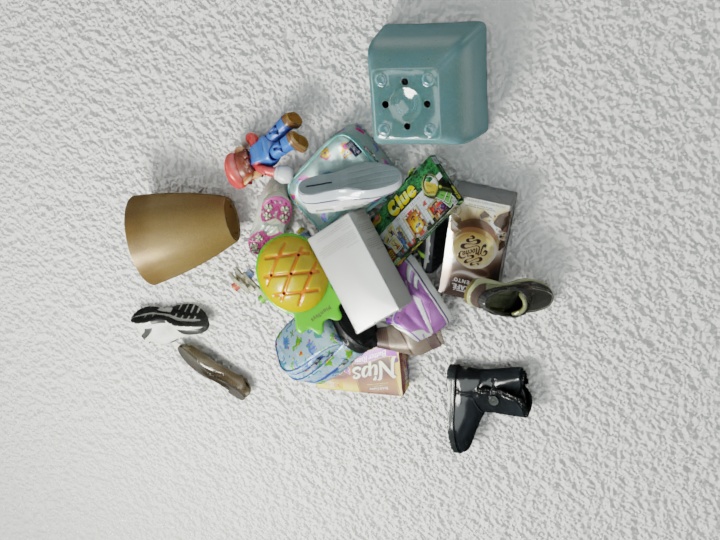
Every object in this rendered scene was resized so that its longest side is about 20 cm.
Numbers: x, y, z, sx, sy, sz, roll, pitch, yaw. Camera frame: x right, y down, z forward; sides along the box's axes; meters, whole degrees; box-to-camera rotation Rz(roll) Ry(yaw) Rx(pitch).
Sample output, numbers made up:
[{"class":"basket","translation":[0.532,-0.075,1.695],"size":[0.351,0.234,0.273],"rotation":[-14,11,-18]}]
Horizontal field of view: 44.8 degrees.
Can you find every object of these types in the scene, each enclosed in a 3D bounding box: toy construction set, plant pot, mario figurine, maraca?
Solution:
[{"class":"toy construction set","translation":[-0.163,0.001,1.766],"size":[0.198,0.131,0.093],"rotation":[-29,68,7]},{"class":"plant pot","translation":[0.105,-0.306,1.492],"size":[0.192,0.200,0.200],"rotation":[3,115,19]},{"class":"mario figurine","translation":[-0.180,-0.224,1.696],"size":[0.198,0.125,0.106],"rotation":[-28,121,31]},{"class":"maraca","translation":[-0.114,0.025,1.655],"size":[0.136,0.107,0.201],"rotation":[-36,88,3]},{"class":"plant pot","translation":[-0.354,-0.082,1.795],"size":[0.196,0.187,0.189],"rotation":[-11,109,10]}]

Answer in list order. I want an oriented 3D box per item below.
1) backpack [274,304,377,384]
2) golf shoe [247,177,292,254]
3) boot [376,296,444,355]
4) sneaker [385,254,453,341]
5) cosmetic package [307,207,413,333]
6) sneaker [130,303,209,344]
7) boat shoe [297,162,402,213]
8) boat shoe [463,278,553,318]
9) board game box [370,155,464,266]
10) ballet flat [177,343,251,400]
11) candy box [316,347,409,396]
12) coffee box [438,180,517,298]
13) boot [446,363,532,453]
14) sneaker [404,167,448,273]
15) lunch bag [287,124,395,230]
[{"class":"backpack","translation":[-0.078,0.138,1.741],"size":[0.201,0.152,0.165],"rotation":[-52,49,43]},{"class":"golf shoe","translation":[-0.180,-0.109,1.770],"size":[0.074,0.093,0.201],"rotation":[10,143,-17]},{"class":"boot","translation":[0.093,0.069,1.742],"size":[0.143,0.070,0.204],"rotation":[-8,92,8]},{"class":"sneaker","translation":[0.080,0.041,1.683],"size":[0.113,0.073,0.202],"rotation":[-33,76,-3]},{"class":"cosmetic package","translation":[0.000,0.000,1.629],"size":[0.107,0.085,0.202],"rotation":[-28,89,25]},{"class":"sneaker","translation":[-0.420,0.126,1.971],"size":[0.197,0.074,0.081],"rotation":[0,128,26]},{"class":"boat shoe","translation":[-0.015,-0.148,1.607],"size":[0.196,0.075,0.067],"rotation":[-3,143,16]},{"class":"boat shoe","translation":[0.282,0.057,1.600],"size":[0.198,0.066,0.073],"rotation":[5,115,-31]},{"class":"board game box","translation":[0.099,-0.108,1.612],"size":[0.200,0.023,0.106],"rotation":[-46,65,37]},{"class":"ballet flat","translation":[-0.331,0.223,1.989],"size":[0.198,0.047,0.068],"rotation":[32,152,11]},{"class":"candy box","translation":[0.001,0.194,1.838],"size":[0.196,0.056,0.119],"rotation":[4,113,21]},{"class":"coffee box","translation":[0.218,-0.051,1.630],"size":[0.111,0.080,0.203],"rotation":[12,117,14]},{"class":"boot","translation":[0.261,0.286,1.766],"size":[0.165,0.076,0.204],"rotation":[3,108,24]},{"class":"sneaker","translation":[0.120,-0.097,1.666],"size":[0.082,0.071,0.204],"rotation":[11,112,33]},{"class":"lunch bag","translation":[-0.031,-0.168,1.676],"size":[0.199,0.077,0.161],"rotation":[-39,95,30]}]
